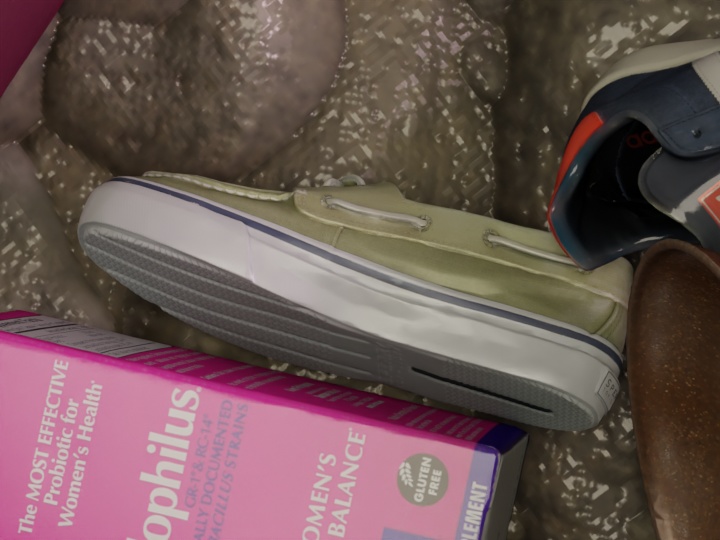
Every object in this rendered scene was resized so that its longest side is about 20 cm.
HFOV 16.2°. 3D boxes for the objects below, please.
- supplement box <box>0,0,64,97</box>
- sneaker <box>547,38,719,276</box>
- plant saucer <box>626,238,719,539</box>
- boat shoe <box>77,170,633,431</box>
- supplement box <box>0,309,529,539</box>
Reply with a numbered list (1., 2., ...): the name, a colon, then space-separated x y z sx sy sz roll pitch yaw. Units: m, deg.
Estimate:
1. supplement box: -0.200 -0.147 0.895 0.200 0.103 0.131 36 94 7
2. sneaker: 0.141 -0.043 0.812 0.199 0.085 0.075 -22 115 47
3. plant saucer: 0.135 0.084 0.792 0.036 0.200 0.202 -14 88 -10
4. boat shoe: 0.000 0.000 0.896 0.199 0.072 0.062 18 68 4
5. supplement box: -0.052 0.084 0.877 0.199 0.103 0.102 12 92 9
